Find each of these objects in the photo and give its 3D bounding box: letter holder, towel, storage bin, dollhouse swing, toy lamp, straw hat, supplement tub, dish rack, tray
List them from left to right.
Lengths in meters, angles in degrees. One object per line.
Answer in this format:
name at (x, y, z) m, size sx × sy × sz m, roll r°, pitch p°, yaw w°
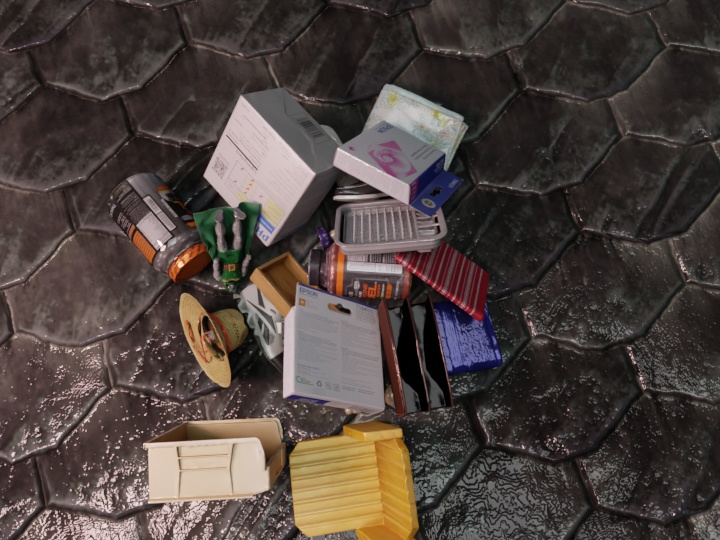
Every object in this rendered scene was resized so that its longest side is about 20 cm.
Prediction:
supplement tub at (-0.384, -0.081, 1.002) m, size 0.122 × 0.123 × 0.200 m, roll -42°, pitch 84°, yaw -6°
storage bin at (-0.241, 0.324, 0.902) m, size 0.197 × 0.200 × 0.095 m, roll -3°, pitch 83°, yaw -1°
straw hat at (-0.258, 0.114, 0.966) m, size 0.085 × 0.201 × 0.202 m, roll -25°, pitch 81°, yaw -34°
tray at (-0.112, 0.062, 0.997) m, size 0.200 × 0.099 × 0.037 m, roll 49°, pitch 128°, yaw 6°
dollhouse swing at (-0.020, 0.389, 0.917) m, size 0.174 × 0.182 × 0.202 m, roll -3°, pitch 81°, yaw -21°
supplement tub at (0.000, 0.000, 0.999) m, size 0.198 × 0.107 × 0.108 m, roll 3°, pitch 81°, yaw 0°
toy lamp at (0.013, -0.092, 1.038) m, size 0.198 × 0.058 × 0.059 m, roll -19°, pitch 82°, yaw -3°
dish rack at (0.053, -0.078, 0.947) m, size 0.198 × 0.172 × 0.044 m, roll -4°, pitch 124°, yaw 3°
towel at (0.105, -0.274, 1.071) m, size 0.199 × 0.048 × 0.172 m, roll 25°, pitch 81°, yaw 4°
letter holder at (0.098, 0.148, 0.911) m, size 0.100 × 0.142 × 0.202 m, roll -10°, pitch 75°, yaw -2°
towel at (0.165, 0.134, 1.013) m, size 0.198 × 0.050 × 0.149 m, roll -11°, pitch 75°, yaw -1°
towel at (0.160, -0.001, 0.974) m, size 0.199 × 0.145 × 0.023 m, roll 35°, pitch 127°, yaw -6°

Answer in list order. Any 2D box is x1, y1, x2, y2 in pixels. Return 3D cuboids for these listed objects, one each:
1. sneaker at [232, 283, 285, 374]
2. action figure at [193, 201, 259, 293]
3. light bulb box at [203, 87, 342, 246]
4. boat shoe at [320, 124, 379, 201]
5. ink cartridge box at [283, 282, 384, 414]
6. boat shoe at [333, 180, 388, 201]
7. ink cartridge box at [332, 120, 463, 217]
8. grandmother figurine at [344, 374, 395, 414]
sneaker at (-0.163, 0.109, 0.998) m, size 0.088 × 0.074 × 0.201 m, roll -31°, pitch 83°, yaw -3°
action figure at (-0.246, -0.032, 0.974) m, size 0.117 × 0.201 × 0.055 m, roll -9°, pitch 48°, yaw -19°
light bulb box at (-0.160, -0.194, 0.971) m, size 0.198 × 0.200 × 0.125 m, roll 47°, pitch 39°, yaw 6°
boat shoe at (-0.037, -0.210, 1.035) m, size 0.071 × 0.070 × 0.201 m, roll -36°, pitch 90°, yaw 21°
ink cartridge box at (-0.045, 0.142, 0.923) m, size 0.199 × 0.041 × 0.202 m, roll 21°, pitch 54°, yaw -33°
boat shoe at (0.039, -0.169, 0.997) m, size 0.198 × 0.075 × 0.061 m, roll -10°, pitch 99°, yaw -25°
ink cartridge box at (0.080, -0.193, 0.939) m, size 0.199 × 0.044 × 0.196 m, roll 29°, pitch 38°, yaw 11°
grandmother figurine at (0.003, 0.220, 0.993) m, size 0.198 × 0.061 × 0.122 m, roll 17°, pitch 74°, yaw 0°
